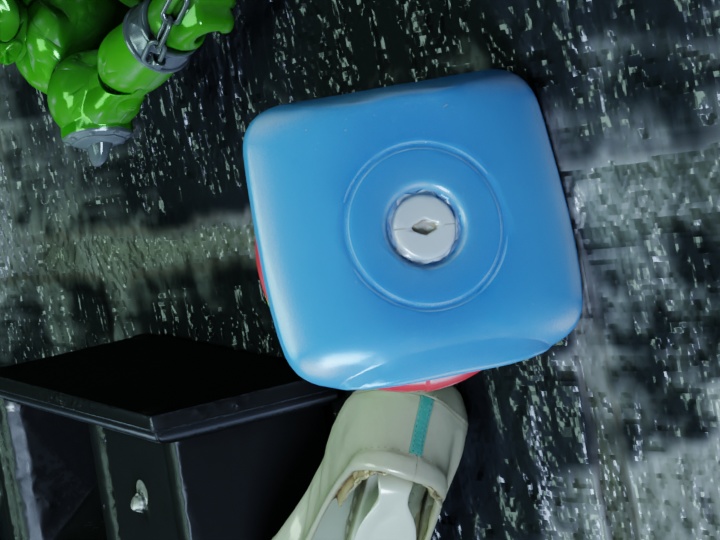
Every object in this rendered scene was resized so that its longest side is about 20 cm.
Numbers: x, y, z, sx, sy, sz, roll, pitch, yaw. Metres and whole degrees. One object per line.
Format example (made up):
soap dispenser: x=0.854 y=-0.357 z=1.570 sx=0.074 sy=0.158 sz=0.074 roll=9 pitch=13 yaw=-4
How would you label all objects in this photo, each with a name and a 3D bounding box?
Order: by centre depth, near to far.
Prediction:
stacking toy: x=0.000 y=0.000 z=1.133 sx=0.200 sy=0.116 sz=0.110 roll=147 pitch=111 yaw=-74
ballet flat: x=-0.003 y=0.121 z=1.198 sx=0.069 sy=0.069 sz=0.200 roll=59 pitch=148 yaw=33
ogre figurine: x=-0.120 y=-0.132 z=1.308 sx=0.200 sy=0.098 sz=0.120 roll=43 pitch=121 yaw=27
bookend: x=-0.081 y=0.141 z=1.337 sx=0.199 sy=0.092 sz=0.200 roll=9 pitch=110 yaw=61
